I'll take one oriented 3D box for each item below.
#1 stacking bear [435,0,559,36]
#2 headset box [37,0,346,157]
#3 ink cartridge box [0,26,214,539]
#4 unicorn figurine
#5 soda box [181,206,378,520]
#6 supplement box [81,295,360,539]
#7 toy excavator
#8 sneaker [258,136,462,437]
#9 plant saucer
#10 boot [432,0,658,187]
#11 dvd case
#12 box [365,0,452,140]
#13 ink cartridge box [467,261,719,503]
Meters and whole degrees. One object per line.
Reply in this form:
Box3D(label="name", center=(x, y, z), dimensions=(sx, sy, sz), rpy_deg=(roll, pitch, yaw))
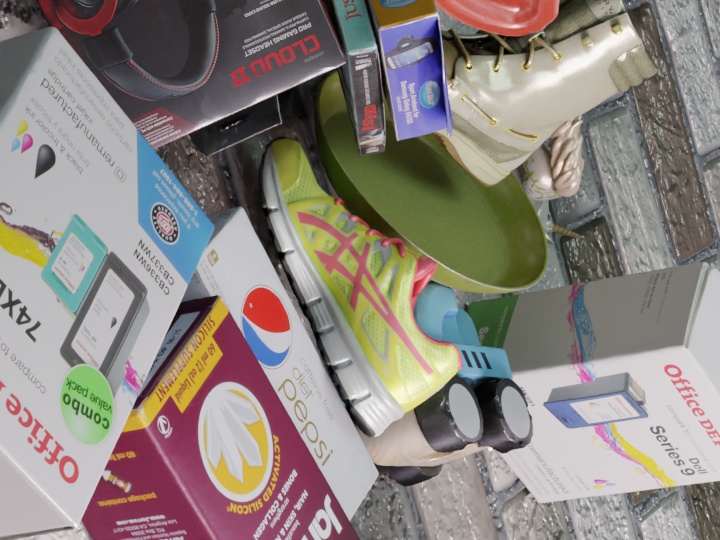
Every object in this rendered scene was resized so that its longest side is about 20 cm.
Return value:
Box3D(label="stacking bear", center=(0.080, -0.268, 1.334), dimensions=(0.113, 0.121, 0.201), rpy_deg=(10, 60, -28))
Box3D(label="headset box", center=(-0.107, -0.165, 1.217), dimensions=(0.075, 0.148, 0.201), rpy_deg=(-112, 178, -73))
Box3D(label="ink cartridge box", center=(-0.194, 0.014, 1.040), dimensions=(0.147, 0.145, 0.201), rpy_deg=(52, 42, -32))
Box3D(label="unicorn figurine", center=(0.126, -0.082, 1.587), dimensions=(0.200, 0.073, 0.138), rpy_deg=(-110, -172, -88))
Box3D(label="soda box", center=(-0.066, 0.066, 1.289), dimensions=(0.201, 0.063, 0.068), rpy_deg=(64, 35, -21))
Box3D(label="supplement box", center=(-0.087, 0.130, 1.216), dimensions=(0.201, 0.085, 0.110), rpy_deg=(61, 36, -23))
Box3D(label="toy excavator", center=(0.047, 0.037, 1.449), dimensions=(0.194, 0.100, 0.201), rpy_deg=(8, 65, -56))
Box3D(label="sneaker", center=(0.000, 0.000, 1.343), dimensions=(0.078, 0.090, 0.201), rpy_deg=(69, -5, -77))
Box3D(label="plant saucer", center=(0.042, -0.055, 1.454), dimensions=(0.199, 0.031, 0.200), rpy_deg=(31, 31, -22))
Box3D(label="boot", center=(0.100, -0.147, 1.407), dimensions=(0.200, 0.154, 0.072), rpy_deg=(40, 24, -51))
Box3D(label="dvd case", center=(-0.013, -0.167, 1.315), dimensions=(0.200, 0.022, 0.147), rpy_deg=(77, -2, -77))
Box3D(label="box", center=(0.016, -0.174, 1.279), dimensions=(0.119, 0.041, 0.201), rpy_deg=(77, 0, -60))
Box3D(label="ink cartridge box", center=(0.185, 0.082, 1.531), dimensions=(0.145, 0.199, 0.088), rpy_deg=(52, 42, -34))
